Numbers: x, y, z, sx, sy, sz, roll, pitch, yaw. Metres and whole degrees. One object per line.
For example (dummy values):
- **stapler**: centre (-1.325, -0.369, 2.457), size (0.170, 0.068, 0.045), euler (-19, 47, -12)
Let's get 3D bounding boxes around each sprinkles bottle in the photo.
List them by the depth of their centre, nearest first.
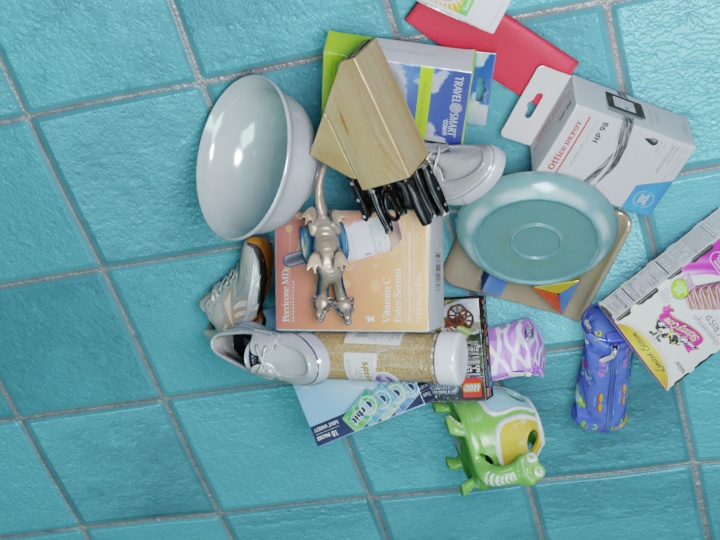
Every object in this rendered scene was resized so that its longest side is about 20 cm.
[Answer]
- **sprinkles bottle**: centre (0.035, 0.110, 1.703), size (0.199, 0.068, 0.068), euler (1, 128, 20)

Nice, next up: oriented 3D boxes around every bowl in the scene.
- **bowl**: centre (-0.111, -0.131, 1.626), size (0.090, 0.202, 0.201), euler (8, 137, -39)

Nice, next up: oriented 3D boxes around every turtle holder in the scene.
- **turtle holder**: centre (0.185, 0.228, 1.842), size (0.131, 0.186, 0.142), euler (-15, 87, -7)

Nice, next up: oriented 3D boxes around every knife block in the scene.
- **knife block**: centre (0.039, -0.143, 1.534), size (0.175, 0.064, 0.200), euler (28, 130, 8)

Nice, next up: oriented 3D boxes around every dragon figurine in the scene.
- **dragon figurine**: centre (-0.042, -0.034, 1.605), size (0.059, 0.201, 0.099), euler (-7, 168, -4)

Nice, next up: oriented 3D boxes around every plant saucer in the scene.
- **plant saucer**: centre (0.216, -0.043, 1.639), size (0.199, 0.027, 0.201), euler (4, 139, 4)

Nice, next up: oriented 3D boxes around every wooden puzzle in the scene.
- **wooden puzzle**: centre (0.225, -0.021, 1.721), size (0.199, 0.046, 0.186), euler (18, 128, -4)

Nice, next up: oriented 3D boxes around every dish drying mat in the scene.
- **dish drying mat**: centre (0.154, -0.269, 1.560), size (0.200, 0.018, 0.077), euler (30, 127, -13)

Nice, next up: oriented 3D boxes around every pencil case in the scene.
- **pencil case**: centre (0.329, 0.134, 1.793), size (0.078, 0.087, 0.201), euler (1, 131, 3)
- **pencil case**: centre (0.158, 0.127, 1.821), size (0.199, 0.086, 0.084), euler (-17, 150, 23)

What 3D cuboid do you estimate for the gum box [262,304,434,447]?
- **gum box**: centre (-0.018, 0.112, 1.782), size (0.169, 0.045, 0.201), euler (-24, 86, 21)

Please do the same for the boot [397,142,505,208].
- **boot**: centre (0.076, -0.123, 1.603), size (0.095, 0.074, 0.200), euler (25, 156, -33)

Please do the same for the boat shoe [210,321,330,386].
- **boat shoe**: centre (-0.119, 0.112, 1.716), size (0.200, 0.065, 0.074), euler (5, 102, 50)

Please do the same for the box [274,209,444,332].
- **box**: centre (0.000, 0.000, 1.688), size (0.199, 0.106, 0.153), euler (-1, 91, 13)

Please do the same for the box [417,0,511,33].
- **box**: centre (0.142, -0.374, 1.420), size (0.101, 0.113, 0.200), euler (22, 129, -8)

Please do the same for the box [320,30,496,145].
- **box**: centre (0.055, -0.215, 1.585), size (0.199, 0.048, 0.122), euler (9, 140, 4)

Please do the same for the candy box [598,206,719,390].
- **candy box**: centre (0.419, 0.036, 1.677), size (0.200, 0.061, 0.136), euler (-39, 115, 5)

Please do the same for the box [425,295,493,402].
- **box**: centre (0.075, 0.107, 1.789), size (0.199, 0.038, 0.137), euler (-4, 93, 22)

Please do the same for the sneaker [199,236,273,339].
- **sneaker**: centre (-0.174, 0.035, 1.815), size (0.092, 0.076, 0.201), euler (14, 127, 4)

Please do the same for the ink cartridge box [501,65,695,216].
- **ink cartridge box**: centre (0.279, -0.153, 1.584), size (0.199, 0.067, 0.116), euler (17, 129, -13)
